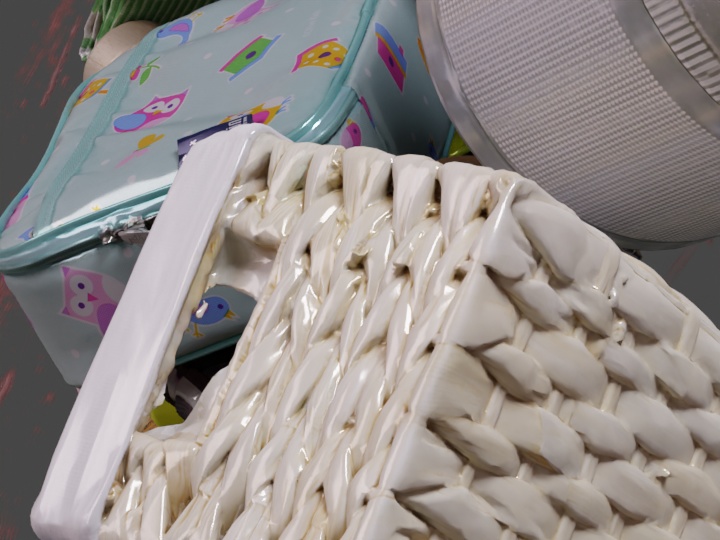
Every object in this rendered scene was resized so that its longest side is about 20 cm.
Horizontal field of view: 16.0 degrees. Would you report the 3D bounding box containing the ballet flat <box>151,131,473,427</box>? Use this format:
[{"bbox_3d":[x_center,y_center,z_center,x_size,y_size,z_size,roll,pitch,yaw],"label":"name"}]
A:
[{"bbox_3d":[0.000,0.000,1.033,0.200,0.067,0.067,-40,30,-18],"label":"ballet flat"}]

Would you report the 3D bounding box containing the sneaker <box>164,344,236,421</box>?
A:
[{"bbox_3d":[0.016,0.046,0.933,0.200,0.076,0.116,36,85,32],"label":"sneaker"}]

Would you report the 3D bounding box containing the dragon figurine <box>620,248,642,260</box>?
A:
[{"bbox_3d":[0.091,-0.091,1.006,0.099,0.059,0.200,-53,21,23],"label":"dragon figurine"}]

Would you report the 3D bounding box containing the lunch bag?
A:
[{"bbox_3d":[-0.051,-0.042,0.965,0.160,0.077,0.200,-17,23,21],"label":"lunch bag"}]

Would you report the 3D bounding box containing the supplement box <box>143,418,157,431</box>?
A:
[{"bbox_3d":[-0.050,0.031,1.178,0.069,0.067,0.200,-40,30,45],"label":"supplement box"}]

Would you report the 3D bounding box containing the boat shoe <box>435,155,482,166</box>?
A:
[{"bbox_3d":[0.016,0.060,0.848,0.072,0.065,0.200,-1,66,43],"label":"boat shoe"}]

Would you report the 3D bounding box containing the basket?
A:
[{"bbox_3d":[0.032,0.062,0.733,0.123,0.200,0.136,6,68,47],"label":"basket"}]

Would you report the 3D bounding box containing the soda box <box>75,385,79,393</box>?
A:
[{"bbox_3d":[-0.072,-0.016,1.295,0.200,0.064,0.068,-59,21,7],"label":"soda box"}]

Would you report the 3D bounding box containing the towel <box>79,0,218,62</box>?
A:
[{"bbox_3d":[-0.035,-0.168,1.136,0.023,0.153,0.200,58,140,29],"label":"towel"}]

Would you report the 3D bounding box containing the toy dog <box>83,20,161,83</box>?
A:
[{"bbox_3d":[-0.022,-0.072,1.158,0.132,0.200,0.096,-110,14,-47],"label":"toy dog"}]

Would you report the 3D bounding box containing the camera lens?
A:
[{"bbox_3d":[0.123,-0.099,0.796,0.200,0.160,0.160,-22,43,59],"label":"camera lens"}]
